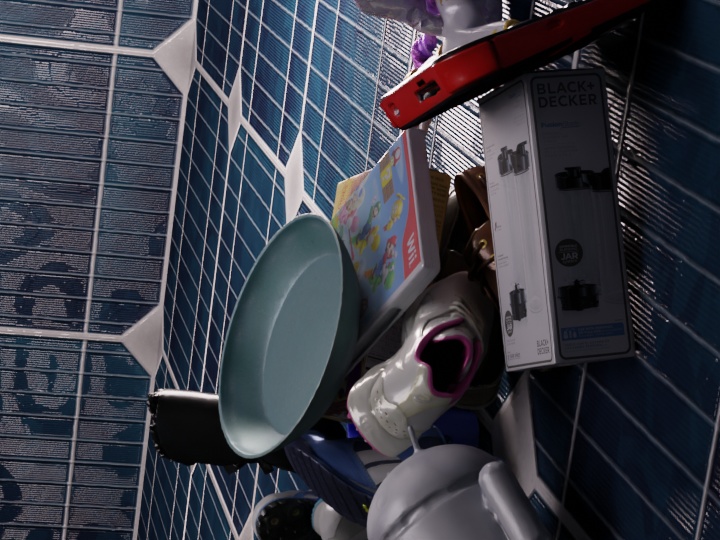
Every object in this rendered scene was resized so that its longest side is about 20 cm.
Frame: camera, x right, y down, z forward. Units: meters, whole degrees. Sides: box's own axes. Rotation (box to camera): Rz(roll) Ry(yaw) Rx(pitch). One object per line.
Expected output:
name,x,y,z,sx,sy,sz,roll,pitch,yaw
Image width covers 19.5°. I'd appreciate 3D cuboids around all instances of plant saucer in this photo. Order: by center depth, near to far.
plant saucer,-0.051,0.055,1.662,0.200,0.036,0.201,-42,40,47

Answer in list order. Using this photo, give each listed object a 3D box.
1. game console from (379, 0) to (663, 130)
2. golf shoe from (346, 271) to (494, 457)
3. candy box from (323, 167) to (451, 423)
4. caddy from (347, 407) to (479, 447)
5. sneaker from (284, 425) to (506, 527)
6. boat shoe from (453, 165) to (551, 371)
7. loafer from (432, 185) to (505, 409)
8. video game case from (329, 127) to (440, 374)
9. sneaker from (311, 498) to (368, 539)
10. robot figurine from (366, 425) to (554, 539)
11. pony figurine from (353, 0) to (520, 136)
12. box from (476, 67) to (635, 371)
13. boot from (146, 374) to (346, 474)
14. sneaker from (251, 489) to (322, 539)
game console,0.111,-0.153,1.445,0.031,0.176,0.200,64,165,-2
golf shoe,0.067,0.059,1.566,0.091,0.075,0.200,-35,14,41
candy box,0.011,0.020,1.712,0.117,0.056,0.201,-16,60,63
caddy,0.033,0.102,1.805,0.200,0.104,0.142,176,98,-76
sneaker,0.031,0.164,1.687,0.082,0.199,0.074,-57,-32,-26
boat shoe,0.111,-0.004,1.599,0.072,0.067,0.201,108,161,-44
loafer,0.085,0.013,1.688,0.070,0.075,0.201,113,158,-64
video game case,0.000,0.000,1.658,0.200,0.017,0.143,-49,34,41
sneaker,0.018,0.247,1.800,0.081,0.076,0.200,45,164,41
robot figurine,0.079,0.206,1.479,0.200,0.113,0.170,56,138,22
pony figurine,0.077,-0.217,1.697,0.200,0.166,0.194,-31,62,55
box,0.135,-0.034,1.461,0.117,0.060,0.201,155,109,-75
boot,-0.108,0.128,1.820,0.198,0.162,0.074,63,-143,-63
sneaker,-0.029,0.218,1.854,0.072,0.200,0.072,42,110,37
